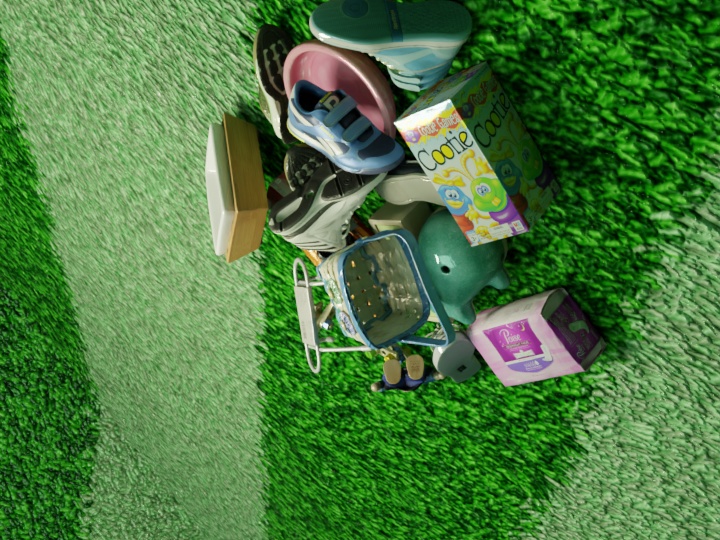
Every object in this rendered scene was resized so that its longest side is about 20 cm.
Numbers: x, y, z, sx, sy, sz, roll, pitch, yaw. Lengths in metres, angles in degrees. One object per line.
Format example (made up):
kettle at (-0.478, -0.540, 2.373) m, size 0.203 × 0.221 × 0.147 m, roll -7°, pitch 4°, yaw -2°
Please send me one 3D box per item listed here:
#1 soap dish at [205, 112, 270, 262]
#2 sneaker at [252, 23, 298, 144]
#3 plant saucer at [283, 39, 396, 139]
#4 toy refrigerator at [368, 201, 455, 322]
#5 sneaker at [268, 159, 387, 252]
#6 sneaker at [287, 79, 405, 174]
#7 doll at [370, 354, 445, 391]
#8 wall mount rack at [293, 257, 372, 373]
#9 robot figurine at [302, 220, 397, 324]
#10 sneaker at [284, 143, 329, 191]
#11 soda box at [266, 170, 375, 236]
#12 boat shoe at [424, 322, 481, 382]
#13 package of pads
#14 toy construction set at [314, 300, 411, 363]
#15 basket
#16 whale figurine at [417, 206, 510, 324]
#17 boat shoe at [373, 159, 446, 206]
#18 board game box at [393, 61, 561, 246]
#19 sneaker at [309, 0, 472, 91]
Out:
soap dish at (-0.208, -0.138, 1.794) m, size 0.157 × 0.081 × 0.200 m, roll 110°, pitch 153°, yaw -57°
sneaker at (-0.140, -0.289, 1.639) m, size 0.089 × 0.077 × 0.200 m, roll 33°, pitch 146°, yaw 37°
plant saucer at (-0.022, -0.250, 1.553) m, size 0.200 × 0.051 × 0.201 m, roll 32°, pitch 147°, yaw 24°
toy refrigerator at (0.094, -0.014, 1.677) m, size 0.076 × 0.070 × 0.200 m, roll 6°, pitch 132°, yaw 48°
sneaker at (-0.028, -0.098, 1.583) m, size 0.115 × 0.200 × 0.076 m, roll 39°, pitch -154°, yaw -50°
sneaker at (-0.026, -0.200, 1.497) m, size 0.200 × 0.074 × 0.082 m, roll 29°, pitch 144°, yaw 25°
doll at (0.085, 0.190, 1.903) m, size 0.200 × 0.136 × 0.048 m, roll 80°, pitch 179°, yaw -76°
wall mount rack at (-0.052, 0.072, 1.808) m, size 0.174 × 0.075 × 0.200 m, roll -175°, pitch 75°, yaw -66°
robot figurine at (0.000, 0.000, 1.685) m, size 0.200 × 0.058 × 0.145 m, roll 47°, pitch 140°, yaw 4°
sneaker at (-0.079, -0.159, 1.642) m, size 0.089 × 0.077 × 0.200 m, roll 51°, pitch -175°, yaw 22°
soda box at (-0.066, -0.084, 1.796) m, size 0.200 × 0.063 × 0.070 m, roll 41°, pitch 152°, yaw 7°
boat shoe at (0.144, 0.118, 1.739) m, size 0.086 × 0.075 × 0.202 m, roll 56°, pitch -175°, yaw 23°
package of pads at (0.257, 0.102, 1.608) m, size 0.121 × 0.076 × 0.200 m, roll 51°, pitch 149°, yaw -9°
toy construction set at (-0.002, 0.089, 1.913) m, size 0.200 × 0.092 × 0.131 m, roll 19°, pitch 143°, yaw 20°
basket at (0.040, 0.030, 1.534) m, size 0.200 × 0.139 × 0.176 m, roll -9°, pitch 108°, yaw 51°
whale figurine at (0.139, 0.002, 1.571) m, size 0.159 × 0.104 × 0.200 m, roll 20°, pitch 129°, yaw 17°
boat shoe at (0.096, -0.131, 1.533) m, size 0.075 × 0.062 × 0.200 m, roll 43°, pitch 159°, yaw -24°
board game box at (0.154, -0.149, 1.391) m, size 0.103 × 0.105 × 0.200 m, roll -15°, pitch 115°, yaw 47°
sneaker at (0.032, -0.276, 1.350) m, size 0.200 × 0.080 × 0.131 m, roll 2°, pitch 153°, yaw -7°
